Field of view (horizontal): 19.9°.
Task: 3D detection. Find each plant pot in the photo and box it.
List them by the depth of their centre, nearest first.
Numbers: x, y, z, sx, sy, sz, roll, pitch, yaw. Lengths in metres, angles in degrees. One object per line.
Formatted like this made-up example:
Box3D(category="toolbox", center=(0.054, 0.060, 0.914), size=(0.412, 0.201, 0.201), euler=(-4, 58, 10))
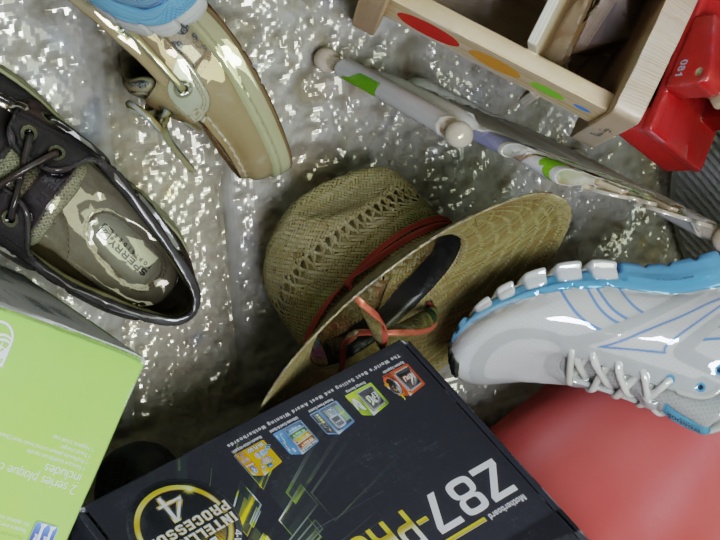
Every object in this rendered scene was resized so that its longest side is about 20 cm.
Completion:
Box3D(category="plant pot", center=(0.128, 0.145, 1.087), size=(0.177, 0.200, 0.201), euler=(-46, 122, -21))

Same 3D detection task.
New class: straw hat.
Box3D(category="straw hat", center=(0.000, 0.000, 1.014), size=(0.201, 0.085, 0.201), euler=(-33, 159, -14))

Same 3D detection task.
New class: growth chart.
Box3D(category="growth chart", center=(0.088, -0.060, 1.025), size=(0.200, 0.145, 0.018), euler=(18, 101, -35))

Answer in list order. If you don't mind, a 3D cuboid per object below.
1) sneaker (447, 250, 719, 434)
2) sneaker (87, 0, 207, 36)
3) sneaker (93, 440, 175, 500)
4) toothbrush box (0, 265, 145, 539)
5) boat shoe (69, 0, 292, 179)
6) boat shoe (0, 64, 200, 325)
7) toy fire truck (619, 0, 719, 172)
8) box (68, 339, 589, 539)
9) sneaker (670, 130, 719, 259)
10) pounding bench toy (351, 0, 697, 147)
Box3D(category="sneaker", center=(0.145, 0.042, 1.023), size=(0.200, 0.087, 0.075), euler=(-9, 151, 0))
Box3D(category="sneaker", center=(-0.140, -0.180, 0.841), size=(0.200, 0.090, 0.078), euler=(36, 88, 12))
Box3D(category="sneaker", center=(-0.062, 0.151, 1.044), size=(0.115, 0.075, 0.200), euler=(-27, 126, -27))
Box3D(category="toothbrush box", center=(-0.195, 0.097, 0.899), size=(0.086, 0.146, 0.200), euler=(24, 90, -34))
Box3D(category="boat shoe", center=(-0.106, -0.113, 0.941), size=(0.063, 0.073, 0.200), euler=(-40, 109, -7))
Box3D(category="boat shoe", center=(-0.147, -0.040, 0.935), size=(0.200, 0.065, 0.073), euler=(34, 87, -32))
Box3D(category="toy fire truck", center=(0.202, -0.102, 1.038), size=(0.049, 0.141, 0.200), euler=(34, 72, -33))
Box3D(category="box", center=(-0.007, 0.134, 0.922), size=(0.200, 0.161, 0.049), euler=(-25, 153, -35))
Box3D(category="sneaker", center=(0.245, -0.025, 1.173), size=(0.114, 0.073, 0.201), euler=(-34, 129, -22))
Box3D(category="pounding bench toy", center=(0.076, -0.152, 1.010), size=(0.156, 0.200, 0.124), euler=(26, 87, -2))
